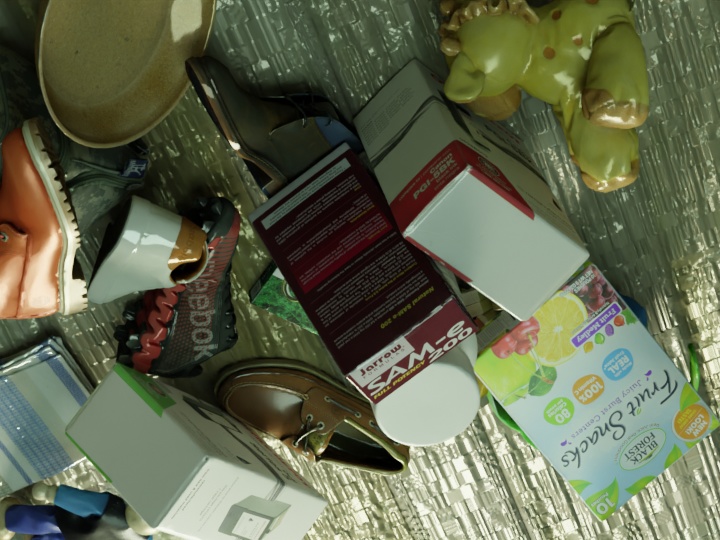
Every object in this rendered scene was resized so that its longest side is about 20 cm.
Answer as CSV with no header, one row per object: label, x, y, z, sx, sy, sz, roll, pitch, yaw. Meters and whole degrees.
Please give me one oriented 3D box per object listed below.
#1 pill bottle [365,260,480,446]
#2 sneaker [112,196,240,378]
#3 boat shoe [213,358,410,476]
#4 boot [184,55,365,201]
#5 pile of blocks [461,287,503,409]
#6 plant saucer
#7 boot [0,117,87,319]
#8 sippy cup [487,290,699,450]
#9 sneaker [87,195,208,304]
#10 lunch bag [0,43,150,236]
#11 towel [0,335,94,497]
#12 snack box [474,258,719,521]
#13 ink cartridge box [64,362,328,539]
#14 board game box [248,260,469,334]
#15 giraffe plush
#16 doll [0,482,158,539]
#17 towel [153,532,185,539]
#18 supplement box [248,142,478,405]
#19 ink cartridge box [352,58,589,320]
pill bottle,0.039,0.054,1.590,0.114,0.200,0.114,-6,126,-8
sneaker,-0.142,0.020,1.638,0.098,0.071,0.200,18,121,-22
boat shoe,-0.040,0.140,1.742,0.200,0.068,0.072,16,121,-20
boot,-0.070,-0.133,1.543,0.097,0.075,0.200,-34,142,1
pile of blocks,0.120,0.046,1.667,0.082,0.062,0.200,17,108,21
plant saucer,-0.190,-0.195,1.445,0.200,0.035,0.200,-37,139,-40
boot,-0.268,-0.030,1.404,0.107,0.075,0.200,-10,139,-13
sippy cup,0.216,0.091,1.731,0.178,0.140,0.130,-16,119,-31
sneaker,-0.178,-0.004,1.553,0.085,0.200,0.073,19,75,-14
lunch bag,-0.292,-0.069,1.513,0.200,0.139,0.168,-41,139,18
towel,-0.335,0.147,1.716,0.200,0.024,0.147,-24,128,8
snack box,0.204,0.103,1.643,0.142,0.053,0.200,-39,107,2
ink cartridge box,-0.144,0.177,1.653,0.084,0.145,0.200,-53,145,4
board game box,0.008,0.027,1.703,0.200,0.023,0.105,25,118,-25
giraffe plush,0.144,-0.171,1.520,0.162,0.173,0.200,-1,116,-1
doll,-0.256,0.233,1.713,0.200,0.048,0.136,-11,136,39
towel,-0.245,0.333,1.863,0.200,0.035,0.193,-12,123,-1
supplement box,0.000,0.000,1.515,0.109,0.200,0.061,-36,140,5
ink cartridge box,0.089,-0.071,1.542,0.147,0.200,0.083,34,109,-30
